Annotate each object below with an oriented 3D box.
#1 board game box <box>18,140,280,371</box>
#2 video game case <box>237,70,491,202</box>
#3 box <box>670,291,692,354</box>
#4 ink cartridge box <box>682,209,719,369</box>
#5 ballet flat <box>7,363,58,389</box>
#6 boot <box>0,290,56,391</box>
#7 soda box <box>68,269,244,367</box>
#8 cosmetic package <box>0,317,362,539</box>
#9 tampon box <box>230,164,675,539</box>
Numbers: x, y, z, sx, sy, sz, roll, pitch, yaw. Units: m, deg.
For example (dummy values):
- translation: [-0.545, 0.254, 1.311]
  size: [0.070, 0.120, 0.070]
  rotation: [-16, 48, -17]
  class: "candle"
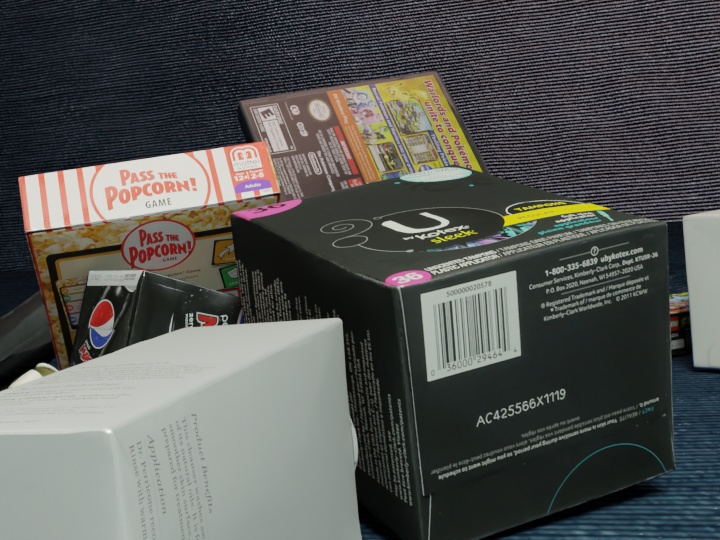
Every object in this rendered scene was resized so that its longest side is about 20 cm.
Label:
- translation: [-0.129, 0.012, 0.757]
  size: [0.149, 0.047, 0.201]
  rotation: [-9, -37, -13]
  class: "board game box"
- translation: [0.014, -0.070, 0.929]
  size: [0.178, 0.202, 0.026]
  rotation: [-12, -33, -17]
  class: "video game case"
- translation: [0.312, 0.039, 1.018]
  size: [0.197, 0.035, 0.110]
  rotation: [-7, 5, -22]
  class: "box"
- translation: [0.334, 0.005, 0.909]
  size: [0.198, 0.118, 0.067]
  rotation: [-9, 5, -43]
  class: "ink cartridge box"
- translation: [-0.164, 0.087, 0.662]
  size: [0.199, 0.068, 0.068]
  rotation: [1, 39, 48]
  class: "ballet flat"
- translation: [-0.274, 0.044, 0.945]
  size: [0.199, 0.066, 0.165]
  rotation: [-37, 22, -7]
  class: "boot"
- translation: [-0.073, 0.053, 0.719]
  size: [0.199, 0.064, 0.070]
  rotation: [18, -12, -40]
  class: "soda box"
- translation: [-0.066, 0.086, 0.411]
  size: [0.080, 0.115, 0.200]
  rotation: [-4, 3, 17]
  class: "cosmetic package"
- translation: [0.041, 0.030, 0.602]
  size: [0.148, 0.128, 0.200]
  rotation: [-13, 18, -24]
  class: "tampon box"
